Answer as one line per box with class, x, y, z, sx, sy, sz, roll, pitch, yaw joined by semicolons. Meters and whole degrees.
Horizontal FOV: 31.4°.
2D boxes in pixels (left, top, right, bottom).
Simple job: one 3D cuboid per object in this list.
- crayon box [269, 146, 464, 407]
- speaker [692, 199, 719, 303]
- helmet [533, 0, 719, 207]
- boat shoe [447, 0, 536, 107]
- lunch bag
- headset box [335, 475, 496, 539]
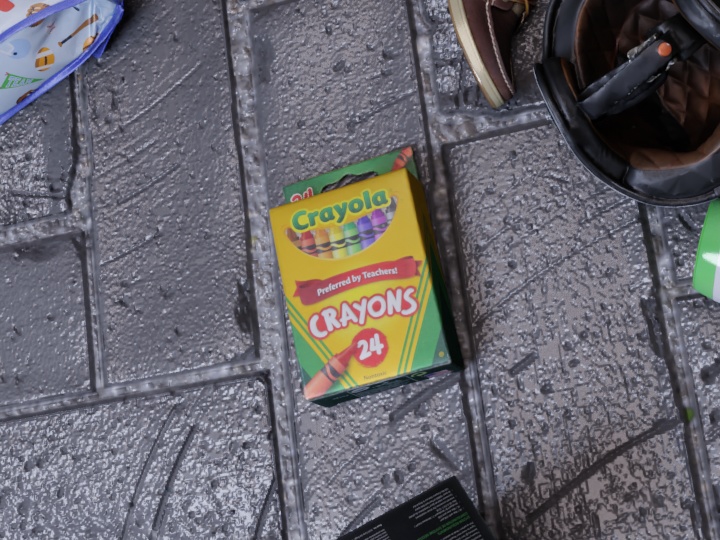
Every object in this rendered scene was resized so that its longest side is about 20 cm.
crayon box;0.000;0.000;1.060;0.127;0.051;0.200;-17;73;14
speaker;0.349;0.000;0.928;0.200;0.088;0.089;13;83;20
helmet;0.228;-0.152;0.944;0.200;0.191;0.200;6;119;12
boat shoe;0.112;-0.235;1.064;0.072;0.072;0.200;-15;68;16
lunch bag;-0.321;-0.257;1.182;0.200;0.124;0.170;-34;70;17
headset box;-0.002;0.253;0.909;0.174;0.200;0.093;-24;69;-24
